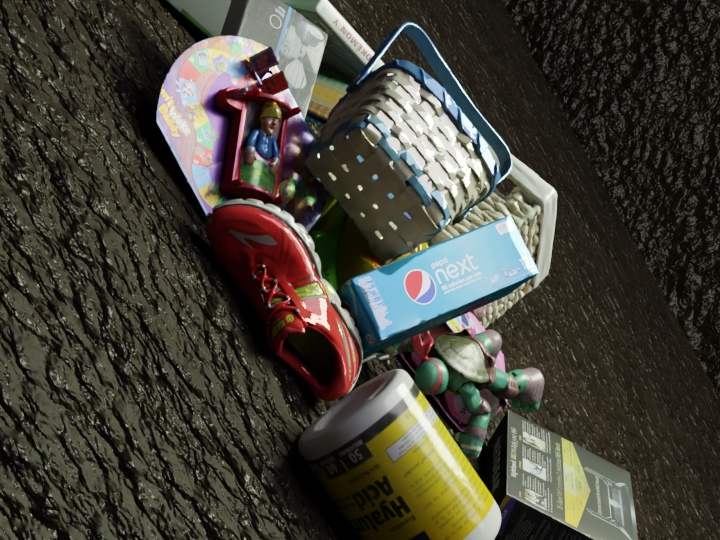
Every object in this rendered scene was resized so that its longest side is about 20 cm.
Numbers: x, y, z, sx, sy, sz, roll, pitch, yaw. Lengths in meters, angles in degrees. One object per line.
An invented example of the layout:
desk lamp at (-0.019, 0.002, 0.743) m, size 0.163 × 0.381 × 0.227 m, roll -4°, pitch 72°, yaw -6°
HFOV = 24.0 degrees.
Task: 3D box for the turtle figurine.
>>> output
turtle figurine at (0.092, 0.106, 1.643) m, size 0.199 × 0.101 × 0.151 m, roll -5°, pitch 59°, yaw -52°

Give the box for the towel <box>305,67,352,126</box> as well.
towel at (-0.075, -0.197, 1.797) m, size 0.145 × 0.022 × 0.200 m, roll 22°, pitch 18°, yaw 0°

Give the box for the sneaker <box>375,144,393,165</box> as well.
sneaker at (0.020, -0.086, 1.737) m, size 0.200 × 0.066 × 0.092 m, roll -108°, pitch -170°, yaw -85°

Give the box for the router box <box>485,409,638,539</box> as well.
router box at (0.209, 0.241, 1.772) m, size 0.156 × 0.053 × 0.200 m, roll 28°, pitch 21°, yaw -4°

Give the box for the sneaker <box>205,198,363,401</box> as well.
sneaker at (-0.062, 0.026, 1.452) m, size 0.201 × 0.077 × 0.085 m, roll 52°, pitch 22°, yaw -16°

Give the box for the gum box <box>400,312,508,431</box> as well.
gum box at (0.081, 0.067, 1.805) m, size 0.201 × 0.066 × 0.114 m, roll 52°, pitch 16°, yaw -18°

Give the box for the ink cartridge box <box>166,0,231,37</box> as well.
ink cartridge box at (-0.166, -0.347, 1.805) m, size 0.146 × 0.084 × 0.201 m, roll 39°, pitch 22°, yaw -31°

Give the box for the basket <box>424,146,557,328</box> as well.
basket at (0.126, -0.038, 1.871) m, size 0.135 × 0.123 × 0.201 m, roll 39°, pitch -19°, yaw 21°

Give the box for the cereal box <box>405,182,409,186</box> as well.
cereal box at (0.062, -0.126, 2.074) m, size 0.144 × 0.040 × 0.200 m, roll 38°, pitch -1°, yaw 43°

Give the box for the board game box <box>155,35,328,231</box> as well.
board game box at (-0.092, -0.117, 1.518) m, size 0.158 × 0.039 × 0.201 m, roll -36°, pitch 103°, yaw -41°

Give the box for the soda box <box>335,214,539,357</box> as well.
soda box at (0.066, 0.016, 1.567) m, size 0.199 × 0.068 × 0.065 m, roll -21°, pitch 80°, yaw -33°

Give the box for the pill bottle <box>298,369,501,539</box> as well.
pill bottle at (0.046, 0.191, 1.386) m, size 0.201 × 0.111 × 0.111 m, roll 55°, pitch 16°, yaw -6°

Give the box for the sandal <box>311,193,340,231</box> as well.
sandal at (-0.073, -0.115, 1.685) m, size 0.200 × 0.079 × 0.087 m, roll 52°, pitch 12°, yaw -23°

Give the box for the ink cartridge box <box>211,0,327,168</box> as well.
ink cartridge box at (-0.096, -0.166, 1.590) m, size 0.099 × 0.039 × 0.202 m, roll 33°, pitch 55°, yaw -30°

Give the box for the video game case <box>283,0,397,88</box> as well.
video game case at (-0.055, -0.257, 1.903) m, size 0.199 × 0.023 × 0.182 m, roll 21°, pitch -17°, yaw 48°

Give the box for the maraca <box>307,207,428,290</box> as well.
maraca at (0.000, 0.000, 1.630) m, size 0.200 × 0.106 × 0.139 m, roll -31°, pitch 111°, yaw -56°

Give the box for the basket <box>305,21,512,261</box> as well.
basket at (0.049, -0.120, 1.573) m, size 0.177 × 0.139 × 0.200 m, roll 52°, pitch 49°, yaw -8°
